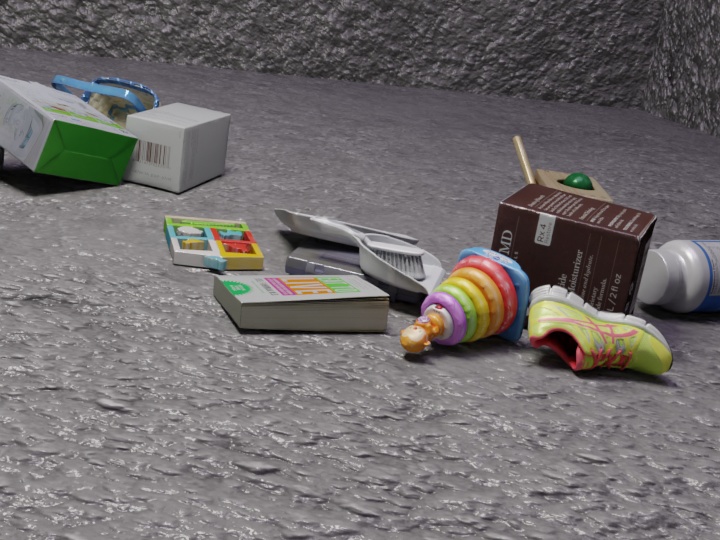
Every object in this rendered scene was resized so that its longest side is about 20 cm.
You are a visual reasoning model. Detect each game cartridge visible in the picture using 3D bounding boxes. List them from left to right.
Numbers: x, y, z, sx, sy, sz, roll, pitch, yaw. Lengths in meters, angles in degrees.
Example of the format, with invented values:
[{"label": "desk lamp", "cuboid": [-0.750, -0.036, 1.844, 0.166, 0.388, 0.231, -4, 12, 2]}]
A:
[{"label": "game cartridge", "cuboid": [0.000, 0.000, 1.553, 0.197, 0.039, 0.130, 13, 22, 10]}]

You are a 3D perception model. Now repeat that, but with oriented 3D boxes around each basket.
[{"label": "basket", "cuboid": [-0.450, -0.287, 1.965, 0.174, 0.141, 0.200, 16, -19, 21]}]

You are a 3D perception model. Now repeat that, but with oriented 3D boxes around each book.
[{"label": "book", "cuboid": [-0.079, 0.038, 1.386, 0.197, 0.049, 0.133, 0, 16, -23]}]

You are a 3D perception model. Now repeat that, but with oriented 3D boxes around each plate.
[{"label": "plate", "cuboid": [-0.028, -0.059, 1.650, 0.196, 0.033, 0.200, 11, 3, -14]}]

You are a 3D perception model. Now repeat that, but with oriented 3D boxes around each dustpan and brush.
[{"label": "dustpan and brush", "cuboid": [0.020, -0.030, 1.501, 0.197, 0.058, 0.140, 13, 18, 9]}]

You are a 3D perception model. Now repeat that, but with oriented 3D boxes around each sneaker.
[{"label": "sneaker", "cuboid": [0.299, 0.098, 1.365, 0.197, 0.079, 0.091, 21, 52, 5]}]

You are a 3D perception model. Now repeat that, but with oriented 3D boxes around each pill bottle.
[{"label": "pill bottle", "cuboid": [0.519, 0.009, 1.664, 0.197, 0.114, 0.112, 0, 20, -28]}]

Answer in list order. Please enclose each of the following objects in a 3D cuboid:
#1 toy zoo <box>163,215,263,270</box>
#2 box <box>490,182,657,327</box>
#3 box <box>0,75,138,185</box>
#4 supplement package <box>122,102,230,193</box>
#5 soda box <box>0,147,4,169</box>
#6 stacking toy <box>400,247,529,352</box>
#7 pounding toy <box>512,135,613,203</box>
[{"label": "toy zoo", "cuboid": [-0.216, -0.038, 1.573, 0.129, 0.021, 0.200, 4, 19, -18]}, {"label": "box", "cuboid": [0.294, -0.009, 1.511, 0.197, 0.169, 0.164, 15, 19, 19]}, {"label": "box", "cuboid": [-0.504, -0.233, 1.780, 0.175, 0.098, 0.199, 32, 13, 26]}, {"label": "supplement package", "cuboid": [-0.328, -0.224, 1.927, 0.115, 0.119, 0.200, 13, 18, 14]}, {"label": "soda box", "cuboid": [-0.620, -0.182, 1.737, 0.067, 0.065, 0.200, 5, 19, -14]}, {"label": "stacking toy", "cuboid": [0.117, 0.055, 1.362, 0.115, 0.111, 0.199, 25, 35, 35]}, {"label": "pounding toy", "cuboid": [0.304, -0.089, 1.704, 0.140, 0.203, 0.184, 8, 17, -2]}]
